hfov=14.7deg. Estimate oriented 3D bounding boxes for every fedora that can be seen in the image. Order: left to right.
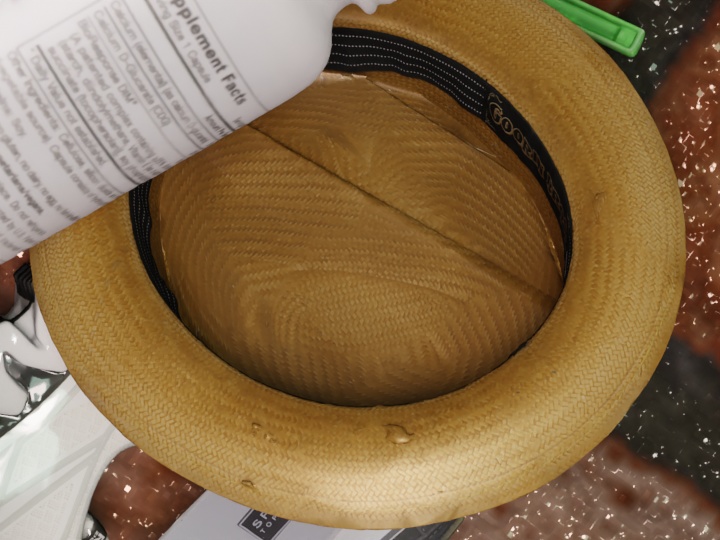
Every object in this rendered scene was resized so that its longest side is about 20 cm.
[{"bbox_3d":[0.000,0.000,0.840,0.199,0.082,0.202,-2,60,4],"label":"fedora"}]

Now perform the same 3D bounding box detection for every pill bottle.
[{"bbox_3d":[-0.078,-0.080,0.776,0.199,0.113,0.114,-29,94,3],"label":"pill bottle"}]

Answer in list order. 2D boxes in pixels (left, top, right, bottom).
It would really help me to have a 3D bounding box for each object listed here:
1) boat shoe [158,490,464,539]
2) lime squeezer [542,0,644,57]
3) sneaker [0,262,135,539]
[{"bbox_3d":[-0.001,0.069,0.879,0.200,0.057,0.069,-43,57,-15],"label":"boat shoe"},{"bbox_3d":[-0.002,-0.124,0.867,0.199,0.071,0.038,33,64,-20],"label":"lime squeezer"},{"bbox_3d":[-0.130,0.079,0.866,0.200,0.075,0.081,-42,104,-1],"label":"sneaker"}]
